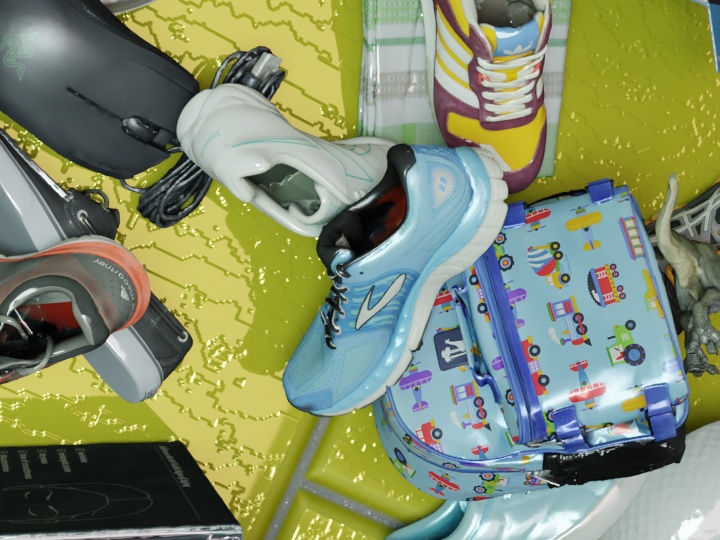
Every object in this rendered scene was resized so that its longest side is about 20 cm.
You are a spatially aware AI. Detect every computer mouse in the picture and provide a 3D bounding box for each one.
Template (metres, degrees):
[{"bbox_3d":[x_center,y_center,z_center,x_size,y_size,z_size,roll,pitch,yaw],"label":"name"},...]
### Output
[{"bbox_3d":[-0.149,-0.108,0.866,0.199,0.053,0.139,29,109,-31],"label":"computer mouse"}]

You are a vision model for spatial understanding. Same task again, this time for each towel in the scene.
[{"bbox_3d":[0.072,-0.155,0.960,0.147,0.031,0.202,-3,109,-15],"label":"towel"}]

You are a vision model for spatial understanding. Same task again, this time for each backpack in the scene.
[{"bbox_3d":[0.095,0.049,0.927,0.198,0.135,0.185,-12,71,8],"label":"backpack"}]

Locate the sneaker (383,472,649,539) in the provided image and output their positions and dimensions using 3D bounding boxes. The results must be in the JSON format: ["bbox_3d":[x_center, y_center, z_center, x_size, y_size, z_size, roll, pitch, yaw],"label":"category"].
[{"bbox_3d":[0.103,0.154,0.974,0.199,0.074,0.082,-36,108,-2],"label":"sneaker"}]

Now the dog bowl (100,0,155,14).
[{"bbox_3d":[-0.172,-0.253,0.884,0.198,0.059,0.203,-2,97,-16],"label":"dog bowl"}]

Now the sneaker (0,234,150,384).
[{"bbox_3d":[-0.222,0.032,0.846,0.198,0.082,0.078,-17,111,20],"label":"sneaker"}]

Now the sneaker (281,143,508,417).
[{"bbox_3d":[0.000,0.000,0.878,0.089,0.079,0.201,15,118,-35],"label":"sneaker"}]

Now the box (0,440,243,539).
[{"bbox_3d":[-0.182,0.181,0.848,0.194,0.200,0.126,-1,97,-16],"label":"box"}]

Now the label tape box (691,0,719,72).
[{"bbox_3d":[0.203,-0.228,0.951,0.063,0.144,0.203,-2,97,20],"label":"label tape box"}]

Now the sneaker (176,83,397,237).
[{"bbox_3d":[-0.021,-0.047,0.907,0.199,0.080,0.071,15,118,-39],"label":"sneaker"}]

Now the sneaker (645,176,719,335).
[{"bbox_3d":[0.250,-0.016,1.024,0.200,0.077,0.078,-43,107,-7],"label":"sneaker"}]

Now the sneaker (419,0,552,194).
[{"bbox_3d":[0.083,-0.131,0.910,0.074,0.090,0.202,-21,115,-10],"label":"sneaker"}]

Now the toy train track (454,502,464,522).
[{"bbox_3d":[0.160,0.163,1.040,0.198,0.033,0.116,2,102,-11],"label":"toy train track"}]

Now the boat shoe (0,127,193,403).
[{"bbox_3d":[-0.172,-0.014,0.906,0.066,0.070,0.201,-41,101,-30],"label":"boat shoe"}]

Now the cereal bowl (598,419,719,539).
[{"bbox_3d":[0.263,0.205,1.011,0.198,0.083,0.202,-12,120,-21],"label":"cereal bowl"}]

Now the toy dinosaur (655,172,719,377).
[{"bbox_3d":[0.211,0.015,0.910,0.047,0.200,0.089,-6,72,25],"label":"toy dinosaur"}]
